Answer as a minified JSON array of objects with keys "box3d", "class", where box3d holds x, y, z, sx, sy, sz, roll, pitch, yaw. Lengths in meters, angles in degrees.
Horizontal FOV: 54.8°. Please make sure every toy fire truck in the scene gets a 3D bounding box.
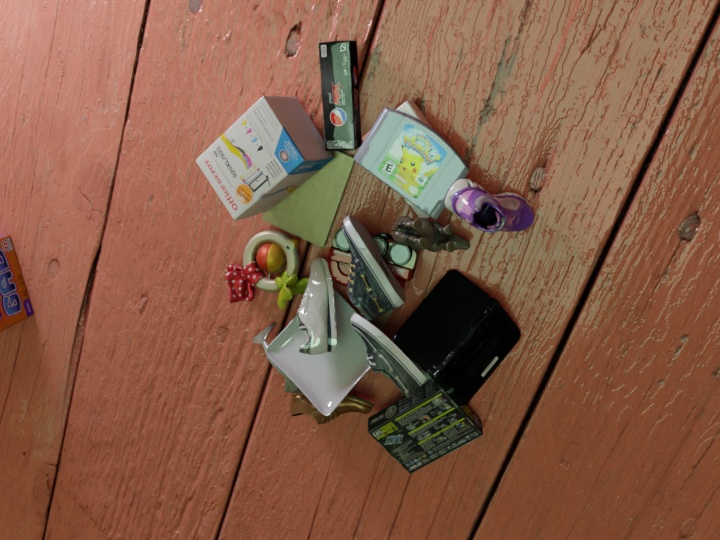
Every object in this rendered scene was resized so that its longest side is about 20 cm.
[{"box3d":[0.018,0.022,1.423,0.173,0.129,0.204,15,99,9],"class":"toy fire truck"}]

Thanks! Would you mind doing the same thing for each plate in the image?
[{"box3d":[-0.068,0.165,1.453,0.199,0.032,0.200,42,85,19],"class":"plate"}]

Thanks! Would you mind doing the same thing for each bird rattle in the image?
[{"box3d":[-0.196,-0.004,1.489,0.196,0.112,0.167,12,97,24],"class":"bird rattle"}]

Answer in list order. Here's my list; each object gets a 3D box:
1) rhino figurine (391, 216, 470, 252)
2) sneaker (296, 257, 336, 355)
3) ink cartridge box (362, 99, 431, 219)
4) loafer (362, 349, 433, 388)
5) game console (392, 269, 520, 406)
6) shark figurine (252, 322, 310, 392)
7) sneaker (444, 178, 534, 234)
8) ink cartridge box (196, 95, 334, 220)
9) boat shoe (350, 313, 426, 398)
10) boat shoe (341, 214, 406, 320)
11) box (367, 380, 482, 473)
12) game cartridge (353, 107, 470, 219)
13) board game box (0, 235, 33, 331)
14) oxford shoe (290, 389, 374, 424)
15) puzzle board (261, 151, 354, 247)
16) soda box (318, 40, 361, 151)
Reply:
[{"box3d":[0.142,-0.065,1.339,0.087,0.197,0.061,10,91,50],"class":"rhino figurine"},{"box3d":[-0.093,0.070,1.421,0.079,0.077,0.204,-3,71,-5],"class":"sneaker"},{"box3d":[0.109,-0.212,1.347,0.116,0.068,0.202,-34,94,20],"class":"ink cartridge box"},{"box3d":[0.090,0.214,1.474,0.197,0.070,0.071,26,113,5],"class":"loafer"},{"box3d":[0.198,0.136,1.410,0.201,0.116,0.176,-48,122,-7],"class":"game console"},{"box3d":[-0.162,0.218,1.514,0.212,0.128,0.090,31,123,4],"class":"shark figurine"},{"box3d":[0.252,-0.103,1.293,0.197,0.089,0.082,11,117,-31],"class":"sneaker"},{"box3d":[-0.187,-0.220,1.361,0.199,0.144,0.149,-35,88,25],"class":"ink cartridge box"},{"box3d":[0.043,0.172,1.380,0.068,0.072,0.200,-46,102,-7],"class":"boat shoe"},{"box3d":[0.000,0.000,1.326,0.090,0.071,0.202,-29,100,17],"class":"boat shoe"},{"box3d":[0.138,0.334,1.486,0.198,0.045,0.160,-34,115,20],"class":"box"},{"box3d":[0.099,-0.206,1.297,0.198,0.040,0.134,35,107,2],"class":"game cartridge"},{"box3d":[-0.929,0.050,1.610,0.196,0.200,0.204,-7,104,16],"class":"board game box"},{"box3d":[-0.064,0.305,1.528,0.196,0.071,0.073,0,69,21],"class":"oxford shoe"},{"box3d":[-0.109,-0.169,1.442,0.148,0.017,0.203,24,109,7],"class":"puzzle board"},{"box3d":[-0.038,-0.337,1.344,0.062,0.071,0.204,1,107,12],"class":"soda box"}]
